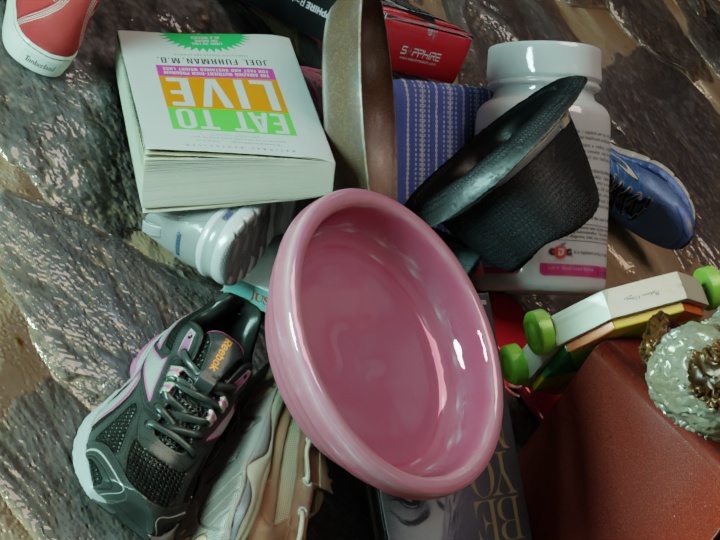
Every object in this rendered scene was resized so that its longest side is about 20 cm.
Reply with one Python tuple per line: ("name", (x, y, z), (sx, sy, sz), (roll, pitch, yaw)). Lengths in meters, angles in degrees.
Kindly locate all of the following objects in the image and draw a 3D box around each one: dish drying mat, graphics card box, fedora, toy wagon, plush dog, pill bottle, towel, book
("dish drying mat", (0.156, 0.101, 1.566), (0.077, 0.018, 0.201), (-6, 57, -55))
("graphics card box", (-0.018, -0.220, 1.631), (0.199, 0.051, 0.125), (32, 17, 35))
("fedora", (0.119, -0.060, 1.458), (0.092, 0.200, 0.201), (52, 27, -7))
("toy wagon", (0.183, 0.054, 1.467), (0.154, 0.200, 0.040), (-13, 70, -18))
("plush dog", (0.268, 0.071, 1.271), (0.170, 0.162, 0.200), (3, -2, -12))
("pill bottle", (0.149, -0.082, 1.596), (0.113, 0.113, 0.202), (5, 87, -51))
("towel", (0.068, -0.081, 1.597), (0.199, 0.024, 0.146), (-2, 94, -56))
("book", (-0.099, -0.111, 1.375), (0.132, 0.048, 0.200), (-1, 31, -13))

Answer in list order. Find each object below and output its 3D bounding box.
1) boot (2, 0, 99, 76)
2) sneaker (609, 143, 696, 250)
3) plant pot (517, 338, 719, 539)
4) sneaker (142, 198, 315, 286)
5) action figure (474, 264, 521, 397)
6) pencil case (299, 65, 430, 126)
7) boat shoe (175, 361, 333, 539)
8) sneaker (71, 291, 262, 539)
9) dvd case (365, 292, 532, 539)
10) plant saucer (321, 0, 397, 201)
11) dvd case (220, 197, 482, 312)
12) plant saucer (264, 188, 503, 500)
("boot", (-0.205, -0.253, 1.403), (0.072, 0.144, 0.201), (20, 35, -32))
("sneaker", (0.234, -0.081, 1.867), (0.199, 0.079, 0.089), (36, 35, -1))
("plant pot", (0.230, 0.155, 1.407), (0.199, 0.201, 0.177), (-1, 43, -46))
("sneaker", (-0.083, -0.062, 1.384), (0.081, 0.075, 0.200), (22, 28, 14))
("action figure", (0.073, 0.063, 1.446), (0.098, 0.066, 0.200), (31, 28, 2))
("pencil case", (-0.012, -0.124, 1.567), (0.199, 0.086, 0.084), (-4, 85, -55))
("boat shoe", (-0.055, 0.125, 1.196), (0.072, 0.076, 0.201), (41, 37, -17))
("sneaker", (-0.109, 0.075, 1.164), (0.080, 0.086, 0.201), (35, 30, -15))
("dvd case", (0.054, 0.115, 1.307), (0.148, 0.016, 0.202), (-1, 78, -47))
("plant saucer", (-0.001, -0.113, 1.415), (0.200, 0.034, 0.202), (-3, 90, -83))
("dvd case", (0.000, 0.000, 1.422), (0.145, 0.022, 0.200), (23, 26, 10))
("plant saucer", (0.010, 0.050, 1.221), (0.200, 0.051, 0.202), (27, 51, -39))
